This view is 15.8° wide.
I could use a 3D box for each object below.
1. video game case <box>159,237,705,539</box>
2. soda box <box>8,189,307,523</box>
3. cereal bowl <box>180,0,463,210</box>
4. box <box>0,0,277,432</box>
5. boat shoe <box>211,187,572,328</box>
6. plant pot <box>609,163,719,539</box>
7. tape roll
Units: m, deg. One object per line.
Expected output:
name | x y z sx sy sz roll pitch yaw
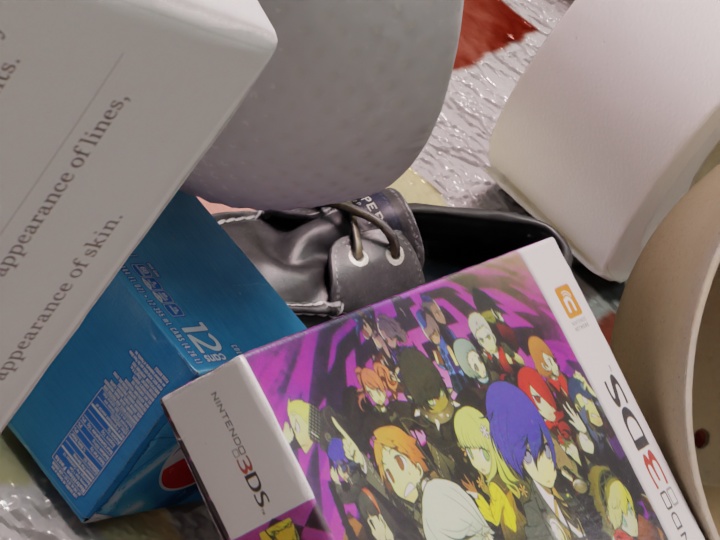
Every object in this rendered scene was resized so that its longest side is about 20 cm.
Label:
video game case | 0.043 0.091 0.753 0.200 0.036 0.182 -18 81 -59
soda box | -0.103 -0.020 0.784 0.200 0.064 0.068 50 27 22
cereal bowl | -0.052 -0.111 0.730 0.083 0.200 0.200 -11 49 -26
box | -0.151 -0.060 0.640 0.130 0.200 0.199 16 34 -39
boat shoe | 0.000 0.000 0.876 0.200 0.066 0.070 9 38 -44
plant pot | 0.166 0.036 0.921 0.200 0.201 0.134 25 -7 -23
tape roll | 0.143 -0.090 1.049 0.071 0.203 0.202 43 27 12
